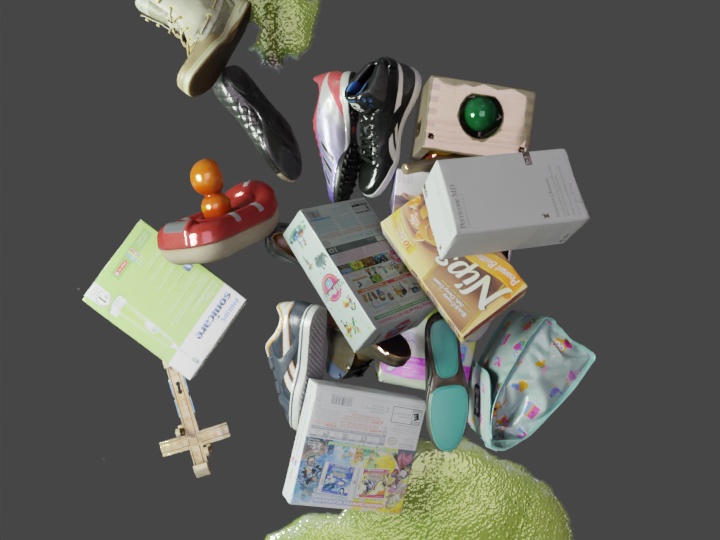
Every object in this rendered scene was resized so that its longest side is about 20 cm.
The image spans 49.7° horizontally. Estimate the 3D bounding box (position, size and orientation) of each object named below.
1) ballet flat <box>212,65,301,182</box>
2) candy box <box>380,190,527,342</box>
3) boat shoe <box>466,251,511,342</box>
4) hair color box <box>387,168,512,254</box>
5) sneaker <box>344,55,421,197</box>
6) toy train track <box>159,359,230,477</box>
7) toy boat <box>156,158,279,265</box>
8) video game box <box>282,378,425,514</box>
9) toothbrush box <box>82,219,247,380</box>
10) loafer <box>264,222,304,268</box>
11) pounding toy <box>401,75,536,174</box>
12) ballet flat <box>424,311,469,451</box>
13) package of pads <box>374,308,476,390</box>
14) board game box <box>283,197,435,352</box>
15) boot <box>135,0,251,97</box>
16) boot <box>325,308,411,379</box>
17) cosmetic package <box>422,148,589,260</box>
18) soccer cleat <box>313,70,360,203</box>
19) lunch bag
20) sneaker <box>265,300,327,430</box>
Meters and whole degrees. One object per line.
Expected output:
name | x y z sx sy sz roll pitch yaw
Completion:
ballet flat | -0.155 -0.225 1.202 0.066 0.056 0.202 -39 99 -36
candy box | 0.130 -0.016 1.097 0.114 0.055 0.202 -35 76 -3
boat shoe | 0.185 0.008 1.150 0.069 0.070 0.205 17 90 -9
hair color box | 0.143 -0.090 1.210 0.195 0.065 0.112 7 94 -2
sneaker | 0.010 -0.218 1.159 0.110 0.073 0.205 10 101 -42
toy train track | -0.275 0.228 1.222 0.112 0.033 0.205 -16 93 -2
toy boat | -0.209 -0.096 1.126 0.128 0.199 0.134 -3 108 33
video game box | -0.007 0.274 1.203 0.196 0.047 0.187 13 90 -24
toothbrush box | -0.291 0.045 1.178 0.198 0.086 0.147 36 83 -3
loafer | -0.054 -0.023 1.199 0.195 0.072 0.075 12 92 -5
pounding toy | 0.147 -0.192 1.133 0.179 0.200 0.146 8 92 -3
ballet flat | 0.125 0.161 1.154 0.066 0.068 0.206 -1 95 -5
package of pads | 0.106 0.084 1.216 0.151 0.068 0.205 11 92 -5
board game box | 0.000 0.000 1.114 0.202 0.146 0.064 56 131 17
boot | -0.263 -0.353 1.138 0.152 0.072 0.203 24 56 -3
boot | 0.007 0.130 1.165 0.073 0.199 0.099 2 104 -32
cosmetic package | 0.192 -0.091 1.052 0.195 0.081 0.115 -8 69 -18
soccer cleat | -0.041 -0.203 1.201 0.071 0.068 0.206 6 98 21
lunch bag | 0.233 0.169 1.175 0.121 0.170 0.202 37 88 -6
sneaker | -0.102 0.143 1.205 0.078 0.078 0.205 13 104 24
